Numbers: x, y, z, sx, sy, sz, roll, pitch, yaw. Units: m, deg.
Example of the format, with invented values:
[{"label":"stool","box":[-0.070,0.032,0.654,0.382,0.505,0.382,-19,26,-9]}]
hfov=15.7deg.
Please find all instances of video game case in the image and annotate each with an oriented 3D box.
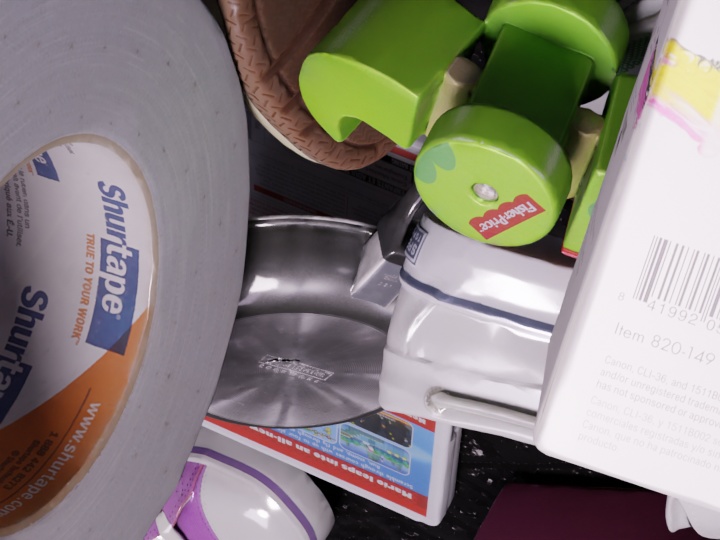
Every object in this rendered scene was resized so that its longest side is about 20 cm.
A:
[{"label":"video game case","box":[-0.028,0.000,0.883,0.142,0.017,0.201,23,144,14]}]

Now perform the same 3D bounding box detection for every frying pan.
[{"label":"frying pan","box":[0.009,0.007,0.788,0.189,0.031,0.115,-20,145,30]}]

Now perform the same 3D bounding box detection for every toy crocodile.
[{"label":"toy crocodile","box":[0.078,-0.022,0.678,0.199,0.068,0.062,22,145,5]}]

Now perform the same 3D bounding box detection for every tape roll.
[{"label":"tape roll","box":[-0.107,0.009,0.673,0.066,0.201,0.201,16,143,26]}]

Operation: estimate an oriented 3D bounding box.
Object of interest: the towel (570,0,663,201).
[{"label":"towel","box":[0.139,-0.009,0.731,0.200,0.031,0.149,42,145,-14]}]

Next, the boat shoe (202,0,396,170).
[{"label":"boat shoe","box":[-0.037,-0.116,0.717,0.075,0.075,0.203,35,157,44]}]

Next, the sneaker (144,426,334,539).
[{"label":"sneaker","box":[-0.102,0.124,1.011,0.200,0.115,0.073,-12,125,44]}]

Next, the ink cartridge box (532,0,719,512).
[{"label":"ink cartridge box","box":[0.121,-0.043,0.564,0.116,0.068,0.201,18,113,2]}]

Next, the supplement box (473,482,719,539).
[{"label":"supplement box","box":[0.120,0.178,0.910,0.130,0.103,0.201,1,135,36]}]

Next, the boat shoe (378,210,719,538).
[{"label":"boat shoe","box":[0.102,0.042,0.719,0.199,0.074,0.066,19,99,12]}]
